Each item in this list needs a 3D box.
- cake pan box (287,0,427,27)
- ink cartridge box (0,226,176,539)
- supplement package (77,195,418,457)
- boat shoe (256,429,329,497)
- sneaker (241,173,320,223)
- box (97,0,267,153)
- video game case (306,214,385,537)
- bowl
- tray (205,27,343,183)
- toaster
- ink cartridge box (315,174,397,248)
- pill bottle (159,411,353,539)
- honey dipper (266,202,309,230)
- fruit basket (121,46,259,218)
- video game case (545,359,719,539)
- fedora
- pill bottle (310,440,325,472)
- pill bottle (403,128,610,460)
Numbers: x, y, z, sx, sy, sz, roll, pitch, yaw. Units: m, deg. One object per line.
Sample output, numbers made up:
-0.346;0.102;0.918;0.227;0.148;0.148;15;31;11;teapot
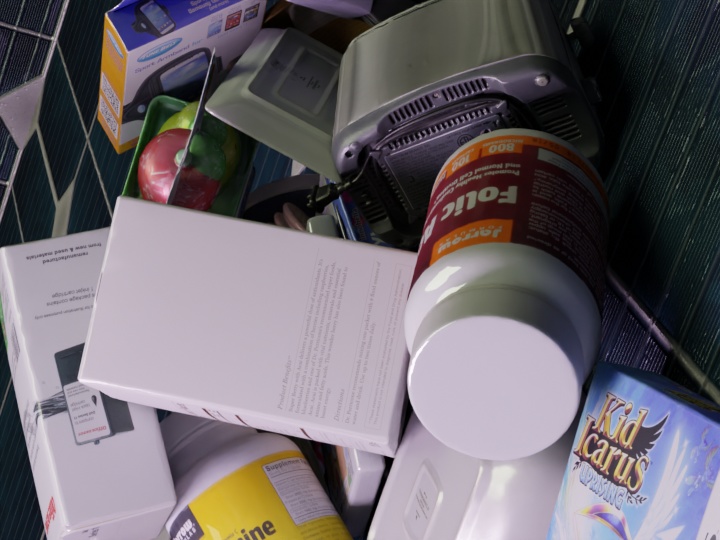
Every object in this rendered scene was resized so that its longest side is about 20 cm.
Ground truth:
0.052;-0.254;1.463;0.052;0.183;0.202;179;105;-70;cake pan box
-0.194;0.090;1.457;0.147;0.082;0.202;125;133;-71;ink cartridge box
-0.063;0.037;1.331;0.120;0.198;0.123;68;-146;-81;supplement package
-0.084;0.118;1.578;0.071;0.202;0.061;-34;-2;4;boat shoe
-0.083;0.004;1.623;0.199;0.075;0.085;-36;53;29;sneaker
-0.133;-0.164;1.553;0.042;0.118;0.200;59;163;12;box
-0.017;0.081;1.495;0.200;0.023;0.184;101;159;-70;video game case
0.069;0.153;1.290;0.200;0.074;0.201;-120;47;-62;bowl
-0.038;-0.125;1.464;0.022;0.107;0.200;-62;3;23;tray
0.060;-0.104;1.357;0.198;0.114;0.130;-21;36;17;toaster
0.000;0.000;1.502;0.200;0.042;0.120;95;159;-68;ink cartridge box
-0.071;0.188;1.478;0.201;0.111;0.112;57;139;20;pill bottle
-0.109;0.032;1.529;0.200;0.038;0.038;-45;27;13;honey dipper
-0.123;-0.056;1.512;0.200;0.093;0.187;162;125;-81;fruit basket
0.153;0.157;1.090;0.200;0.045;0.183;-150;76;-71;video game case
0.020;-0.190;1.587;0.200;0.199;0.083;-23;88;67;fedora
-0.080;0.124;1.676;0.111;0.110;0.202;136;144;-57;pill bottle
0.085;0.012;1.210;0.201;0.113;0.115;-75;11;-57;pill bottle
